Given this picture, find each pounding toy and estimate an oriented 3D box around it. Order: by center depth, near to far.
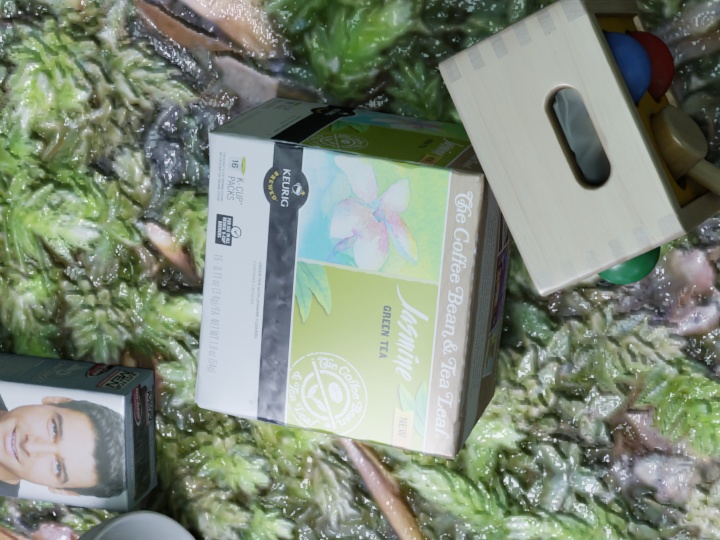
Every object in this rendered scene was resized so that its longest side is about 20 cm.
[{"bbox_3d":[0.176,-0.075,1.026,0.141,0.184,0.202,-25,89,23],"label":"pounding toy"}]

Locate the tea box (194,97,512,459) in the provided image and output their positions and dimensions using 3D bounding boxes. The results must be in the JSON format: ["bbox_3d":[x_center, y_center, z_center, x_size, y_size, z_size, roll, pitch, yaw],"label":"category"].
[{"bbox_3d":[0.000,0.000,1.117,0.194,0.134,0.202,9,108,15],"label":"tea box"}]

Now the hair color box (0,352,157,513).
[{"bbox_3d":[-0.265,0.125,1.281,0.198,0.061,0.100,5,107,16],"label":"hair color box"}]

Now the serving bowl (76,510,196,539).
[{"bbox_3d":[-0.184,0.289,1.232,0.065,0.200,0.202,-12,102,30],"label":"serving bowl"}]
